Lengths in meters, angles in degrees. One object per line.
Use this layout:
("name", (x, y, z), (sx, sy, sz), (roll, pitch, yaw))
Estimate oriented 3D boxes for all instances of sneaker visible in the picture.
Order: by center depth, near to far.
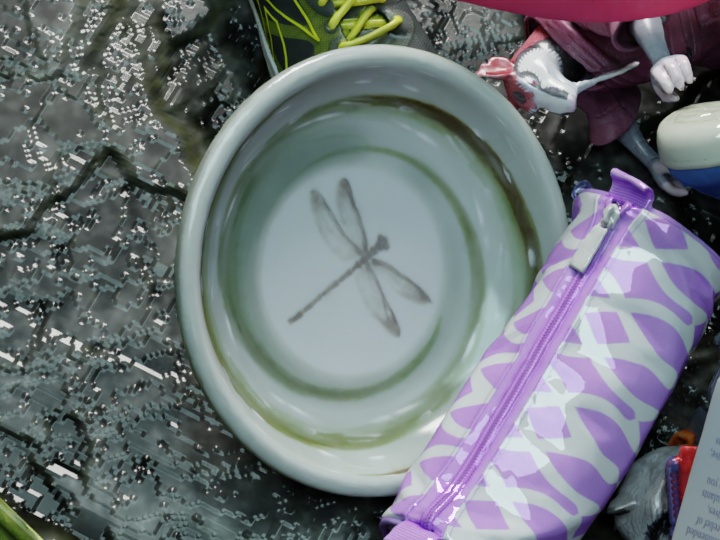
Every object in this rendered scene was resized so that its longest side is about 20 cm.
("sneaker", (0.200, -0.024, 1.146), (0.077, 0.200, 0.111), (-3, 95, 33))
("sneaker", (-0.023, -0.138, 1.220), (0.074, 0.085, 0.200), (-31, 70, -15))

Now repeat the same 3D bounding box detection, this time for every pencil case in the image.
("pencil case", (0.086, 0.055, 1.125), (0.084, 0.086, 0.200), (23, 73, 26))

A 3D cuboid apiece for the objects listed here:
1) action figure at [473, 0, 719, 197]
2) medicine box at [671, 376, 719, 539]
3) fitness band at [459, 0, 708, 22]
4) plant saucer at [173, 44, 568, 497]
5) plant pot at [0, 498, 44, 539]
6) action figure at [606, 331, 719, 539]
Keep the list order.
("action figure", (0.141, -0.123, 1.200), (0.200, 0.134, 0.149), (-16, 69, -16))
("medicine box", (0.204, 0.155, 0.999), (0.103, 0.182, 0.200), (20, 97, 46))
("fitness band", (0.090, -0.170, 1.178), (0.200, 0.037, 0.144), (16, 44, 26))
("plant saucer", (0.000, 0.000, 1.153), (0.200, 0.050, 0.200), (-1, 92, -29))
("plant pot", (-0.217, 0.156, 1.030), (0.200, 0.200, 0.193), (42, 82, 14))
("action figure", (0.204, 0.122, 1.139), (0.193, 0.105, 0.200), (4, 95, 3))
